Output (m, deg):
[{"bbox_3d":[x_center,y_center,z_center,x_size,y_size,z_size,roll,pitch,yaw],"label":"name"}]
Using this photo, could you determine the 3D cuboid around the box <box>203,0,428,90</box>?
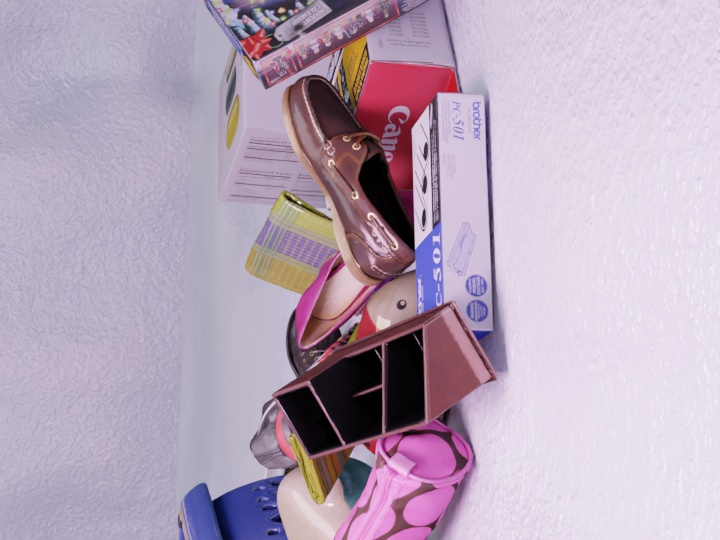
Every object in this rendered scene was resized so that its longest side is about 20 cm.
[{"bbox_3d":[-0.032,-0.259,1.441,0.137,0.200,0.040,55,172,39],"label":"box"}]

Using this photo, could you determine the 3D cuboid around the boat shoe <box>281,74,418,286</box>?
[{"bbox_3d":[-0.002,-0.089,1.411,0.070,0.070,0.200,-34,79,45],"label":"boat shoe"}]

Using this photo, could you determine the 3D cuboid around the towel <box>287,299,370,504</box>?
[{"bbox_3d":[-0.012,0.119,1.484,0.200,0.018,0.086,-59,-36,-45],"label":"towel"}]

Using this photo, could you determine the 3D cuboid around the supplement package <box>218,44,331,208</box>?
[{"bbox_3d":[-0.071,-0.178,1.768,0.200,0.151,0.152,123,148,-66],"label":"supplement package"}]

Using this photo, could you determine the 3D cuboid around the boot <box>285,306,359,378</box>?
[{"bbox_3d":[-0.020,0.097,1.713,0.174,0.069,0.200,122,141,-60],"label":"boot"}]

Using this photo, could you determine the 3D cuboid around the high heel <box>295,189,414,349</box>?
[{"bbox_3d":[0.000,0.000,1.497,0.200,0.067,0.096,-35,29,47],"label":"high heel"}]

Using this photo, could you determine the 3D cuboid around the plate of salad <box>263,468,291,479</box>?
[{"bbox_3d":[-0.098,0.274,2.046,0.200,0.048,0.200,-171,90,-85],"label":"plate of salad"}]

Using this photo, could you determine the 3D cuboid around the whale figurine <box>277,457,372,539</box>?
[{"bbox_3d":[0.006,0.247,1.517,0.200,0.104,0.159,20,131,55],"label":"whale figurine"}]

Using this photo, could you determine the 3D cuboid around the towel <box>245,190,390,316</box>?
[{"bbox_3d":[-0.038,-0.013,1.630,0.200,0.144,0.023,120,172,-65],"label":"towel"}]

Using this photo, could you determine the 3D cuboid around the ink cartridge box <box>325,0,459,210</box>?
[{"bbox_3d":[0.022,-0.151,1.503,0.200,0.084,0.176,107,160,-47],"label":"ink cartridge box"}]

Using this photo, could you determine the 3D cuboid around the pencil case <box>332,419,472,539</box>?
[{"bbox_3d":[0.017,0.216,1.350,0.091,0.094,0.200,46,126,32],"label":"pencil case"}]

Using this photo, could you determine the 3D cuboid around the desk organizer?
[{"bbox_3d":[0.015,0.093,1.294,0.072,0.077,0.200,60,147,-3],"label":"desk organizer"}]

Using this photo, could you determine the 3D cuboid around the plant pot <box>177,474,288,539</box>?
[{"bbox_3d":[-0.114,0.348,1.803,0.200,0.180,0.200,-125,39,-71],"label":"plant pot"}]

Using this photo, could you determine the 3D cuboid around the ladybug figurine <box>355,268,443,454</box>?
[{"bbox_3d":[0.033,0.090,1.432,0.136,0.072,0.200,-112,27,-61],"label":"ladybug figurine"}]

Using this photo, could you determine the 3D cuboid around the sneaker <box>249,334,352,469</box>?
[{"bbox_3d":[-0.042,0.129,1.555,0.098,0.071,0.200,-32,9,38],"label":"sneaker"}]

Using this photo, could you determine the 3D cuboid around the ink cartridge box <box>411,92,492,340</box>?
[{"bbox_3d":[0.075,-0.038,1.331,0.094,0.044,0.200,130,141,-72],"label":"ink cartridge box"}]
